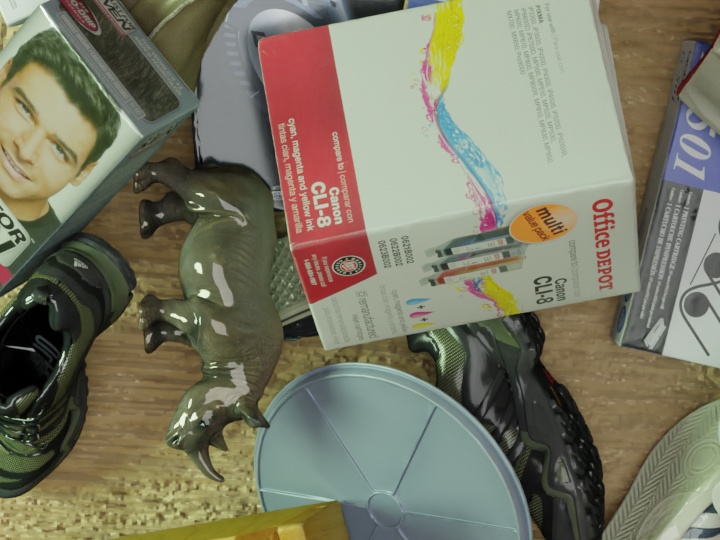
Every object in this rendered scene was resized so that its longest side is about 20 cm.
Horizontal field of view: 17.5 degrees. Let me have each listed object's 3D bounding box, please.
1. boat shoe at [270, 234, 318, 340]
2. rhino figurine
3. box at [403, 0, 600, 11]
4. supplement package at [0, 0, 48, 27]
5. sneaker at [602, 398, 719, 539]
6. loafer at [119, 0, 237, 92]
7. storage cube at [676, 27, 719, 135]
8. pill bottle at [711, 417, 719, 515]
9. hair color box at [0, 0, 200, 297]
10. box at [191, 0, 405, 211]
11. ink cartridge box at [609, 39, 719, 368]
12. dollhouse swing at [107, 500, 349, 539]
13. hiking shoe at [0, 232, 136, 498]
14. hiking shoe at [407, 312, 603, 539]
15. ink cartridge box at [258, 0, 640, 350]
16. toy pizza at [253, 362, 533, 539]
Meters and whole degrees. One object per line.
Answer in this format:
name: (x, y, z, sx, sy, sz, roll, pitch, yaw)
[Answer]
boat shoe: (0.000, 0.000, 1.479, 0.199, 0.062, 0.075, -16, 72, 13)
rhino figurine: (-0.091, 0.029, 1.434, 0.087, 0.060, 0.201, -3, 83, 0)
box: (0.097, -0.223, 1.448, 0.118, 0.041, 0.201, 10, 73, -1)
supplement package: (-0.143, -0.239, 1.433, 0.199, 0.114, 0.110, -24, 98, -1)
sneaker: (0.215, 0.175, 1.529, 0.084, 0.075, 0.200, 40, 87, -28)
loafer: (-0.125, -0.125, 1.432, 0.200, 0.076, 0.068, -43, 77, 39)
storage cube: (0.322, -0.140, 1.402, 0.200, 0.171, 0.180, 41, 72, 6)
pill bottle: (0.295, 0.079, 1.456, 0.111, 0.111, 0.200, 40, 62, -7)
hair color box: (-0.192, -0.075, 1.413, 0.099, 0.061, 0.200, 51, 131, 3)
box: (-0.010, -0.122, 1.488, 0.199, 0.044, 0.161, -4, 97, -3)
ink cartridge box: (0.231, -0.041, 1.510, 0.094, 0.044, 0.201, 12, 95, -6)
dollhouse swing: (-0.102, 0.249, 1.457, 0.199, 0.182, 0.177, -10, 89, 9)
hiking shoe: (-0.213, 0.068, 1.446, 0.076, 0.101, 0.201, 34, 122, 16)
hiking shoe: (0.088, 0.104, 1.504, 0.100, 0.076, 0.201, -22, 89, 17)
ink cartridge box: (0.056, -0.061, 1.373, 0.199, 0.145, 0.145, -11, 62, 3)
toy pizza: (0.022, 0.145, 1.487, 0.199, 0.032, 0.201, 14, 121, 25)
